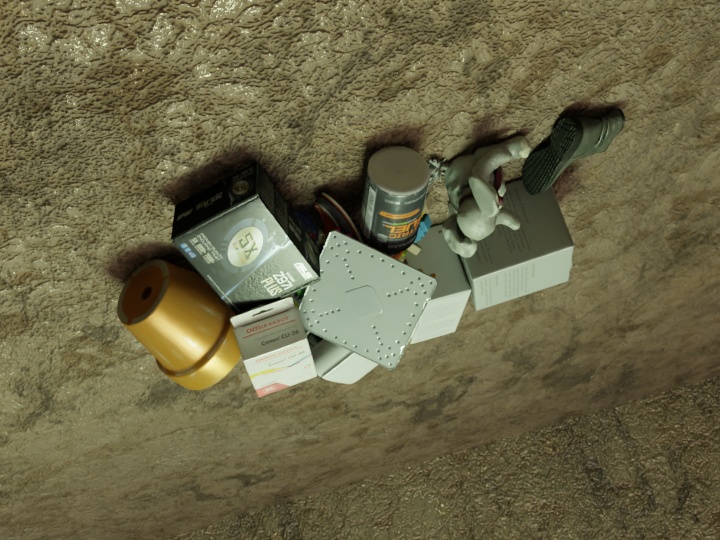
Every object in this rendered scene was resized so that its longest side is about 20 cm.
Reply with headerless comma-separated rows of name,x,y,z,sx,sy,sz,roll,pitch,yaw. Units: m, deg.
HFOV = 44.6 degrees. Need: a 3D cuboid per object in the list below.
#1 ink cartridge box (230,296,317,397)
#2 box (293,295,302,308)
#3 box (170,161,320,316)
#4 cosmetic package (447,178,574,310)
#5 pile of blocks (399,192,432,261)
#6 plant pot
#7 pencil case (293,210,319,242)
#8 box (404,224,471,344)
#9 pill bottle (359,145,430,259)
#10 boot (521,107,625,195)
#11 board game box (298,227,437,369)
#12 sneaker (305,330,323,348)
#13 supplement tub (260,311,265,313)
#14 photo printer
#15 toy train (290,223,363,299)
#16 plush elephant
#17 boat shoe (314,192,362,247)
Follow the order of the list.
ink cartridge box,-0.146,0.132,1.496,0.114,0.068,0.201,-20,150,-6
box,-0.080,0.053,1.721,0.075,0.050,0.200,-46,164,6
box,-0.179,-0.043,1.402,0.161,0.087,0.201,-24,129,14
cosmetic package,0.285,-0.053,1.678,0.196,0.168,0.165,-17,156,2
pile of blocks,0.091,-0.085,1.600,0.081,0.063,0.200,34,142,-5
plant pot,-0.320,0.080,1.547,0.197,0.203,0.183,-27,138,21
pencil case,-0.142,-0.023,1.564,0.085,0.080,0.201,-2,151,-27
box,0.134,0.030,1.760,0.104,0.155,0.201,-14,154,-10
pill bottle,0.053,-0.101,1.468,0.104,0.108,0.202,-11,146,-13
boot,0.380,-0.205,1.557,0.128,0.069,0.201,-11,156,-26
board game box,0.007,0.049,1.503,0.196,0.026,0.203,25,120,0
sneaker,-0.049,0.071,1.658,0.201,0.075,0.079,-51,176,34
supplement tub,-0.177,0.100,1.737,0.121,0.125,0.199,-26,153,19
photo printer,0.016,0.127,1.641,0.199,0.070,0.166,-39,158,11
toy train,-0.059,-0.021,1.571,0.199,0.042,0.057,-41,162,-34
plush elephant,0.208,-0.120,1.500,0.196,0.158,0.165,-6,153,-25
boat shoe,-0.031,-0.041,1.515,0.062,0.071,0.202,-36,122,-11
